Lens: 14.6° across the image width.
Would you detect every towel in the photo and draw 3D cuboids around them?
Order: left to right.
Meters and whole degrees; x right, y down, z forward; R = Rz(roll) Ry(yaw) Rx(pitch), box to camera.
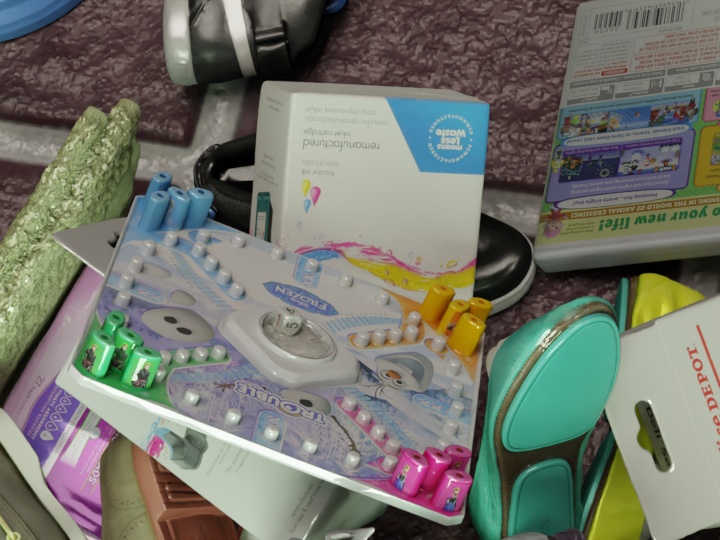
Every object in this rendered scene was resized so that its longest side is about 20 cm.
[{"bbox_3d":[-0.182,0.005,1.600,0.036,0.148,0.200,29,71,7],"label":"towel"}]

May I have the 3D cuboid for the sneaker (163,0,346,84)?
[{"bbox_3d":[-0.058,-0.207,1.725,0.112,0.073,0.200,0,72,5],"label":"sneaker"}]

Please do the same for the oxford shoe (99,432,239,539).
[{"bbox_3d":[-0.096,0.174,1.485,0.075,0.070,0.200,-29,61,45],"label":"oxford shoe"}]

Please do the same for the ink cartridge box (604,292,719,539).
[{"bbox_3d":[0.215,0.066,1.505,0.200,0.067,0.117,-19,87,-18],"label":"ink cartridge box"}]

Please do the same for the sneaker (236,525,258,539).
[{"bbox_3d":[-0.022,0.201,1.508,0.082,0.078,0.200,-9,69,30],"label":"sneaker"}]

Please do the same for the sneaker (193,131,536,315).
[{"bbox_3d":[-0.002,-0.027,1.606,0.200,0.112,0.073,8,65,12],"label":"sneaker"}]

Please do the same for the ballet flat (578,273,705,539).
[{"bbox_3d":[0.158,0.094,1.551,0.067,0.067,0.200,14,65,0],"label":"ballet flat"}]

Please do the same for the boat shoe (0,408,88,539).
[{"bbox_3d":[-0.172,0.153,1.464,0.060,0.072,0.202,-26,46,-15],"label":"boat shoe"}]

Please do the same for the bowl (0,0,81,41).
[{"bbox_3d":[-0.247,-0.237,1.789,0.200,0.039,0.201,-4,64,7],"label":"bowl"}]

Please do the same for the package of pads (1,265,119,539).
[{"bbox_3d":[-0.140,0.097,1.585,0.120,0.076,0.200,23,69,17],"label":"package of pads"}]

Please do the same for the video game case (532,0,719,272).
[{"bbox_3d":[0.203,-0.089,1.612,0.200,0.022,0.182,-6,57,30],"label":"video game case"}]

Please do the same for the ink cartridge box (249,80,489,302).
[{"bbox_3d":[0.000,0.000,1.543,0.116,0.067,0.200,2,99,-18],"label":"ink cartridge box"}]

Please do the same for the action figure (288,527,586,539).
[{"bbox_3d":[0.035,0.156,1.348,0.200,0.130,0.069,5,86,-26],"label":"action figure"}]

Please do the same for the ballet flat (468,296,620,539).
[{"bbox_3d":[0.086,0.076,1.453,0.067,0.200,0.070,-13,45,-21],"label":"ballet flat"}]

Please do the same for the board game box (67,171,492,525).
[{"bbox_3d":[-0.032,0.033,1.400,0.200,0.026,0.200,22,26,-5],"label":"board game box"}]

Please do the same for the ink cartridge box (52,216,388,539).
[{"bbox_3d":[-0.073,0.056,1.451,0.200,0.115,0.068,36,110,16],"label":"ink cartridge box"}]
